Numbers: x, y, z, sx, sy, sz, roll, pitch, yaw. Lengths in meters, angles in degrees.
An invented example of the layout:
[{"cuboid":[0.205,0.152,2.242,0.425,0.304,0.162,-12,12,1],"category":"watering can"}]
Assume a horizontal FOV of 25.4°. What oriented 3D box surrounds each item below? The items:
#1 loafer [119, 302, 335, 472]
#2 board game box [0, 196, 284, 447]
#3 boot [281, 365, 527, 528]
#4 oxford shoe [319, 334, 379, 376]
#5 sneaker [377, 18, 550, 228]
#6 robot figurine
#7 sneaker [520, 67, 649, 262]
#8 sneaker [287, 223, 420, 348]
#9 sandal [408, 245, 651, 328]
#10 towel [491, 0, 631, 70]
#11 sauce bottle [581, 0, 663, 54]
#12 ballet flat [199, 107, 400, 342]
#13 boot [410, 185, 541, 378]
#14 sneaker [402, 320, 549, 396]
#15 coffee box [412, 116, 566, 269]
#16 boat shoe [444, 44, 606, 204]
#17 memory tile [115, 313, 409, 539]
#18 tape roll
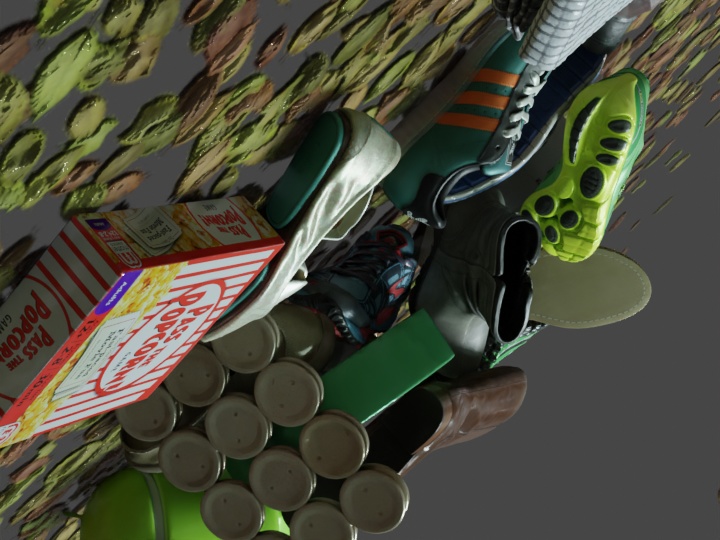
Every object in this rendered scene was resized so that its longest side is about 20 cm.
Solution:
[{"cuboid":[-0.112,0.080,1.210,0.200,0.067,0.076,-35,-145,16],"category":"loafer"},{"cuboid":[-0.147,0.027,0.956,0.152,0.046,0.200,-48,168,21],"category":"board game box"},{"cuboid":[0.043,0.148,1.349,0.186,0.064,0.200,-38,169,22],"category":"boot"},{"cuboid":[-0.011,0.069,1.449,0.071,0.071,0.200,-44,-169,-16],"category":"oxford shoe"},{"cuboid":[0.098,-0.116,1.170,0.200,0.080,0.071,-46,168,13],"category":"sneaker"},{"cuboid":[-0.146,0.221,1.354,0.199,0.176,0.116,1,114,-25],"category":"robot figurine"},{"cuboid":[0.191,-0.082,1.298,0.084,0.074,0.200,-42,162,-37],"category":"sneaker"},{"cuboid":[0.000,0.000,1.324,0.096,0.079,0.200,-58,172,10],"category":"sneaker"},{"cuboid":[0.145,0.009,1.414,0.210,0.078,0.070,-7,-161,1],"category":"sandal"},{"cuboid":[0.165,-0.234,0.989,0.200,0.086,0.166,-42,170,-15],"category":"towel"},{"cuboid":[0.217,-0.237,1.183,0.066,0.066,0.200,-34,163,-37],"category":"sauce bottle"},{"cuboid":[-0.045,-0.019,1.054,0.062,0.068,0.200,23,119,-37],"category":"ballet flat"},{"cuboid":[0.094,0.025,1.300,0.067,0.131,0.201,-4,120,-16],"category":"boot"},{"cuboid":[0.101,0.069,1.476,0.199,0.078,0.085,-24,163,-30],"category":"sneaker"},{"cuboid":[0.122,-0.059,1.452,0.114,0.080,0.200,-35,166,-23],"category":"coffee box"},{"cuboid":[0.120,-0.114,1.271,0.200,0.072,0.072,-40,166,-17],"category":"boat shoe"},{"cuboid":[-0.072,0.131,1.162,0.153,0.200,0.017,-36,-175,24],"category":"memory tile"},{"cuboid":[-0.020,0.104,1.258,0.200,0.048,0.200,-34,178,-1],"category":"tape roll"}]
